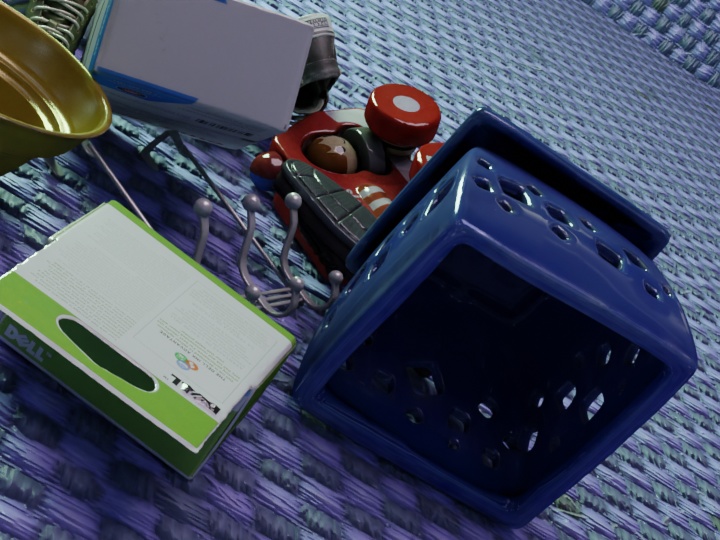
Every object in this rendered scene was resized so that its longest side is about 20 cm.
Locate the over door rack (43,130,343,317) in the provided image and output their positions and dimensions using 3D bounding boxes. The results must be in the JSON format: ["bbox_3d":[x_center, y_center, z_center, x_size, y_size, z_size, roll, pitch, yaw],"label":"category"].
[{"bbox_3d":[-0.112,-0.045,1.298,0.200,0.067,0.148,42,19,17],"label":"over door rack"}]

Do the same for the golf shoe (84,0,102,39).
[{"bbox_3d":[-0.173,-0.185,1.522,0.199,0.076,0.092,33,22,-4],"label":"golf shoe"}]

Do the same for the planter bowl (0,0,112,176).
[{"bbox_3d":[-0.269,-0.116,1.174,0.200,0.084,0.201,31,20,-13],"label":"planter bowl"}]

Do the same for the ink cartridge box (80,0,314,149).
[{"bbox_3d":[-0.131,-0.154,1.339,0.145,0.085,0.200,16,-3,-14],"label":"ink cartridge box"}]

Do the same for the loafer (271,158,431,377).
[{"bbox_3d":[0.000,0.000,1.370,0.200,0.063,0.072,43,21,10],"label":"loafer"}]

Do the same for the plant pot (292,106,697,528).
[{"bbox_3d":[0.093,0.022,1.224,0.199,0.200,0.180,31,36,-15],"label":"plant pot"}]

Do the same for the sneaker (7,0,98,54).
[{"bbox_3d":[-0.245,-0.194,1.388,0.067,0.090,0.201,30,20,-17],"label":"sneaker"}]

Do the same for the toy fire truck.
[{"bbox_3d":[0.000,-0.069,1.508,0.167,0.113,0.200,-7,44,-33],"label":"toy fire truck"}]

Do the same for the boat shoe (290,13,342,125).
[{"bbox_3d":[-0.063,-0.163,1.584,0.200,0.070,0.064,139,-66,-73],"label":"boat shoe"}]

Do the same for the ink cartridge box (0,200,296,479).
[{"bbox_3d":[-0.137,0.051,1.018,0.147,0.076,0.200,37,20,2],"label":"ink cartridge box"}]
